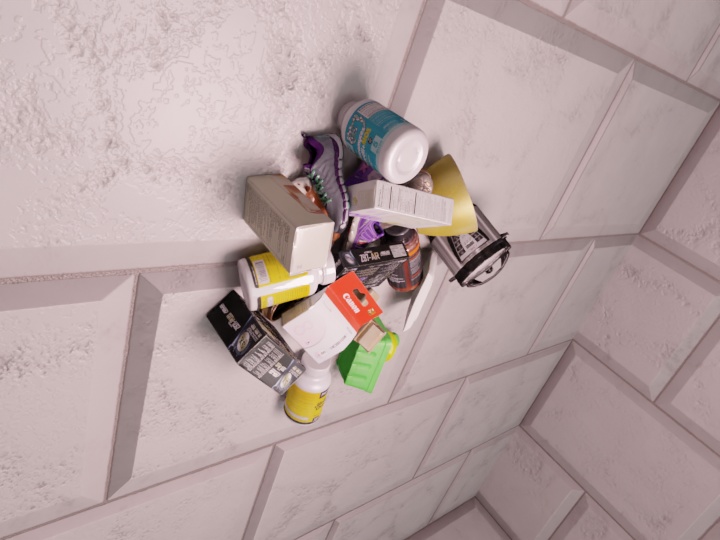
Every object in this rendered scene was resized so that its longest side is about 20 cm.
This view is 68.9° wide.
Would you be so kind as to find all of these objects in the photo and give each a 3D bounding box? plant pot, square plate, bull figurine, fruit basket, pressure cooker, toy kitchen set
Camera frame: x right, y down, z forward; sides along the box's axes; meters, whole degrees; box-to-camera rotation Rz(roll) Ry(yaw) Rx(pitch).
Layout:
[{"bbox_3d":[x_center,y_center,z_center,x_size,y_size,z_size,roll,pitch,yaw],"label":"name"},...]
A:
[{"bbox_3d":[0.190,-0.167,1.311,0.139,0.203,0.201,-21,142,5],"label":"plant pot"},{"bbox_3d":[0.177,0.052,1.507,0.199,0.028,0.203,-65,175,-62],"label":"square plate"},{"bbox_3d":[-0.096,-0.124,1.143,0.198,0.065,0.122,20,111,-49],"label":"bull figurine"},{"bbox_3d":[0.046,0.240,1.559,0.211,0.156,0.220,-11,127,-16],"label":"fruit basket"},{"bbox_3d":[0.310,-0.063,1.459,0.177,0.202,0.176,-27,165,-31],"label":"pressure cooker"},{"bbox_3d":[-0.047,0.114,1.322,0.201,0.163,0.180,-48,143,1],"label":"toy kitchen set"}]

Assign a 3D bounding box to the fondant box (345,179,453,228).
[{"bbox_3d":[0.073,-0.133,1.088,0.196,0.143,0.060,9,87,-31],"label":"fondant box"}]

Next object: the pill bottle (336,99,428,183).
[{"bbox_3d":[0.034,-0.263,1.034,0.109,0.200,0.113,-25,137,-25],"label":"pill bottle"}]

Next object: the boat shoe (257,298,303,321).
[{"bbox_3d":[-0.153,0.041,1.226,0.200,0.072,0.076,-46,143,-3],"label":"boat shoe"}]

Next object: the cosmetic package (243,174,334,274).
[{"bbox_3d":[-0.142,-0.094,1.008,0.086,0.200,0.105,-12,132,-35],"label":"cosmetic package"}]

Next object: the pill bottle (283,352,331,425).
[{"bbox_3d":[-0.143,0.322,1.455,0.110,0.112,0.203,-10,130,-39],"label":"pill bottle"}]

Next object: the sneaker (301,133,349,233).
[{"bbox_3d":[-0.077,-0.174,1.059,0.086,0.074,0.205,-3,83,-30],"label":"sneaker"}]

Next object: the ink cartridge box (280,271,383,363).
[{"bbox_3d":[-0.061,0.114,1.217,0.197,0.058,0.163,-28,129,12],"label":"ink cartridge box"}]

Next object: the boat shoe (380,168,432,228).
[{"bbox_3d":[0.087,-0.170,1.244,0.198,0.073,0.076,-30,121,24],"label":"boat shoe"}]

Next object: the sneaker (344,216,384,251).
[{"bbox_3d":[0.010,-0.081,1.229,0.201,0.081,0.082,108,-4,-58],"label":"sneaker"}]

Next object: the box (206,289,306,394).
[{"bbox_3d":[-0.231,0.165,1.183,0.086,0.164,0.201,-42,144,-6],"label":"box"}]

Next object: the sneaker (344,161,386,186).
[{"bbox_3d":[0.028,-0.231,1.167,0.199,0.080,0.090,-37,138,-23],"label":"sneaker"}]

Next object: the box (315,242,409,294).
[{"bbox_3d":[0.000,0.000,1.266,0.197,0.044,0.160,-10,159,-35],"label":"box"}]

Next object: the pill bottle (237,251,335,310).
[{"bbox_3d":[-0.157,0.009,1.133,0.196,0.112,0.113,-14,133,-20],"label":"pill bottle"}]

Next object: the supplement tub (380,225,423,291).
[{"bbox_3d":[0.108,-0.046,1.380,0.106,0.107,0.202,-33,140,-17],"label":"supplement tub"}]
